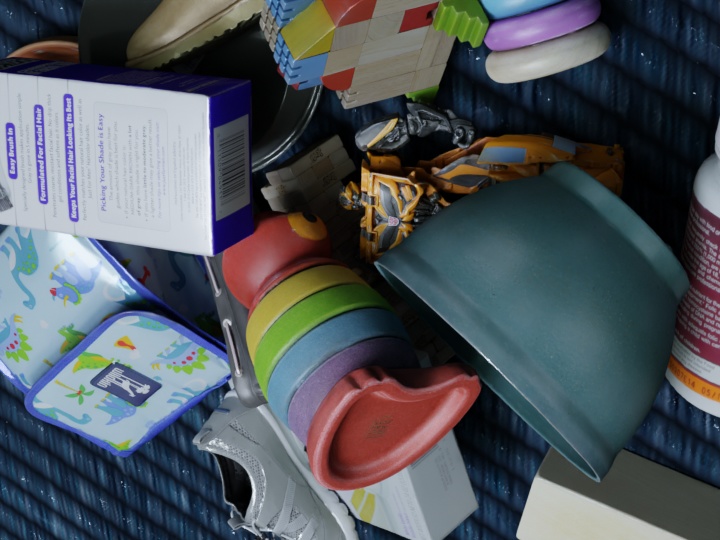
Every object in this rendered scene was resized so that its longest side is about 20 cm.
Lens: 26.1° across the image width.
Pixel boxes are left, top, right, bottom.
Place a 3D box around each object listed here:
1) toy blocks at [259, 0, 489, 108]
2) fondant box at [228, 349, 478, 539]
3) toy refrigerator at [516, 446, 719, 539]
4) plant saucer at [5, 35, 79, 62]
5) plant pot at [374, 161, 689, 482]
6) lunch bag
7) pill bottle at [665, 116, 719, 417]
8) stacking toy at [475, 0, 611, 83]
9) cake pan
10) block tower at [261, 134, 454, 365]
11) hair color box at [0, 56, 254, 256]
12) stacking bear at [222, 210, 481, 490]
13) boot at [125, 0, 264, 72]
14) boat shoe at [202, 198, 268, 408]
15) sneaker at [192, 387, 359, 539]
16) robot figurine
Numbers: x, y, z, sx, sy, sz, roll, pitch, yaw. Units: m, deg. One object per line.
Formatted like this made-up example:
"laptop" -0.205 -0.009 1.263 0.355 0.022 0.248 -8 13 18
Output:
"toy blocks" -0.002 -0.169 1.008 0.100 0.136 0.200 64 158 23
"fondant box" -0.013 0.118 1.197 0.199 0.058 0.145 13 131 48
"toy refrigerator" 0.225 0.199 1.163 0.199 0.076 0.070 22 124 14
"plant saucer" -0.218 -0.093 1.252 0.199 0.032 0.202 11 119 21
"plant pot" 0.125 0.017 0.994 0.200 0.200 0.134 44 88 -2
"lunch bag" -0.199 0.035 1.212 0.200 0.127 0.170 49 125 -5
"pill bottle" 0.266 -0.012 1.006 0.113 0.114 0.201 15 122 18
"stacking toy" 0.099 -0.229 1.004 0.085 0.085 0.202 -9 104 30
"cake pan" -0.123 -0.163 1.139 0.199 0.037 0.202 5 106 18
"block tower" 0.000 0.000 1.171 0.054 0.058 0.201 -9 112 56
"hair color box" -0.172 -0.081 1.057 0.198 0.065 0.110 9 110 22
"stacking bear" -0.029 0.038 1.055 0.114 0.121 0.201 -57 50 31
"boot" -0.126 -0.255 1.064 0.174 0.066 0.201 -27 93 15
"boat shoe" -0.094 0.010 1.165 0.057 0.067 0.201 -34 56 20
"sneaker" -0.069 0.184 1.201 0.074 0.082 0.201 -5 118 55
"robot figurine" 0.082 -0.044 1.092 0.198 0.058 0.146 3 118 5
